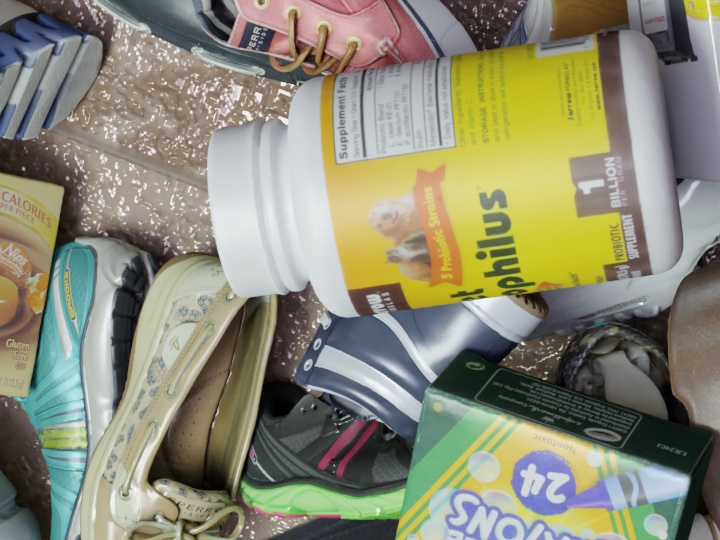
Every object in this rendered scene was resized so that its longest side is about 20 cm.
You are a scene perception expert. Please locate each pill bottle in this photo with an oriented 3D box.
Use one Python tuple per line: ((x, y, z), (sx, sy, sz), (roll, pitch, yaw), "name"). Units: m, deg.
((0.038, -0.040, 1.111), (0.200, 0.109, 0.109), (-8, 99, 9), "pill bottle")

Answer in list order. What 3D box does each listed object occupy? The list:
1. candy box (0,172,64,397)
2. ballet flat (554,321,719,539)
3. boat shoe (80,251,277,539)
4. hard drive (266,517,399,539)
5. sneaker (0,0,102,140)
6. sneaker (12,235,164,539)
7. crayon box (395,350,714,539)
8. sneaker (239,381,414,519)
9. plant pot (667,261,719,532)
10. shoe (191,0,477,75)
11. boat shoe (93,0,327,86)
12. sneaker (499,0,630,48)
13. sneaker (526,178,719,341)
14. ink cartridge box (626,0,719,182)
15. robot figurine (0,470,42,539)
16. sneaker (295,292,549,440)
((-0.251, -0.005, 1.269), (0.055, 0.200, 0.116), (8, 88, 47), "candy box")
((0.142, 0.113, 1.188), (0.072, 0.072, 0.200), (-27, 70, 20), "ballet flat")
((-0.091, 0.092, 1.291), (0.063, 0.073, 0.200), (15, 96, 48), "boat shoe")
((-0.037, 0.182, 1.296), (0.200, 0.135, 0.042), (-24, 111, 15), "hard drive")
((-0.231, -0.114, 1.265), (0.115, 0.199, 0.081), (36, 113, 19), "sneaker")
((-0.144, 0.080, 1.347), (0.080, 0.077, 0.200), (11, 100, 33), "sneaker")
((0.077, 0.152, 1.157), (0.126, 0.052, 0.200), (18, 116, 15), "crayon box")
((0.010, 0.082, 1.265), (0.200, 0.077, 0.084), (-5, 88, 41), "sneaker")
((0.261, 0.049, 1.156), (0.198, 0.200, 0.200), (-18, 96, 26), "plant pot")
((-0.016, -0.113, 1.199), (0.091, 0.071, 0.200), (-24, 70, -23), "shoe")
((-0.048, -0.132, 1.270), (0.200, 0.076, 0.060), (28, 146, 0), "boat shoe")
((0.100, -0.124, 1.221), (0.075, 0.088, 0.200), (22, 84, -19), "sneaker")
((0.113, -0.001, 1.247), (0.200, 0.076, 0.081), (-33, 114, 26), "sneaker")
((0.200, -0.150, 1.148), (0.147, 0.086, 0.200), (-12, 99, -18), "ink cartridge box")
((-0.249, 0.129, 1.354), (0.200, 0.113, 0.170), (53, 150, 0), "robot figurine")
((0.000, 0.000, 1.229), (0.109, 0.070, 0.200), (-52, 46, 11), "sneaker")
